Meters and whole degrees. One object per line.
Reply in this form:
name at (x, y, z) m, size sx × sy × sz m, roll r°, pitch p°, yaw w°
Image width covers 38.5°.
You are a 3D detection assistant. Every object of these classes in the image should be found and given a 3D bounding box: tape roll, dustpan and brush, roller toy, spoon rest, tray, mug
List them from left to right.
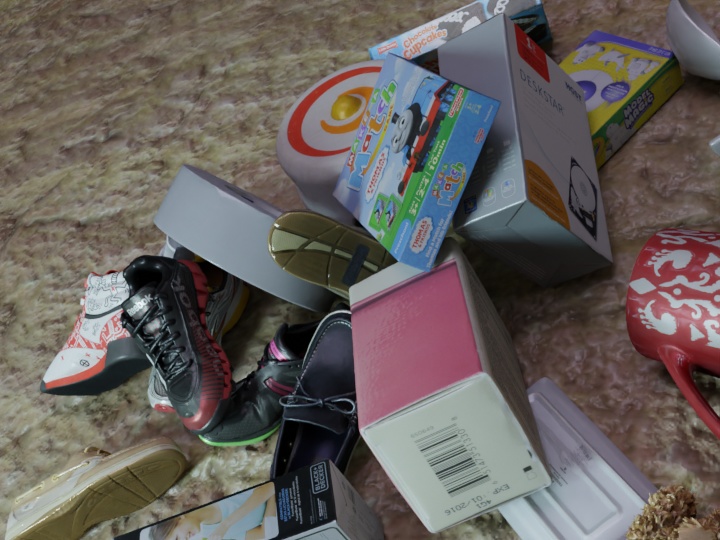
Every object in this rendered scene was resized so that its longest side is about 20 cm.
dustpan and brush at (-0.222, 0.004, 1.173) m, size 0.057 × 0.140 × 0.200 m, roll 19°, pitch 18°, yaw 2°
tape roll at (-0.105, -0.033, 1.041) m, size 0.200 × 0.200 × 0.066 m, roll 31°, pitch 95°, yaw 46°
roller toy at (0.010, -0.132, 1.117) m, size 0.199 × 0.140 × 0.183 m, roll 11°, pitch 57°, yaw 37°
tray at (0.161, 0.168, 0.824) m, size 0.107 × 0.022 × 0.200 m, roll -36°, pitch 41°, yaw -5°
spoon rest at (0.352, -0.199, 1.016) m, size 0.061 × 0.099 × 0.201 m, roll -33°, pitch 45°, yaw 33°
mug at (0.301, 0.042, 0.770) m, size 0.199 × 0.134 × 0.177 m, roll 13°, pitch 36°, yaw 43°

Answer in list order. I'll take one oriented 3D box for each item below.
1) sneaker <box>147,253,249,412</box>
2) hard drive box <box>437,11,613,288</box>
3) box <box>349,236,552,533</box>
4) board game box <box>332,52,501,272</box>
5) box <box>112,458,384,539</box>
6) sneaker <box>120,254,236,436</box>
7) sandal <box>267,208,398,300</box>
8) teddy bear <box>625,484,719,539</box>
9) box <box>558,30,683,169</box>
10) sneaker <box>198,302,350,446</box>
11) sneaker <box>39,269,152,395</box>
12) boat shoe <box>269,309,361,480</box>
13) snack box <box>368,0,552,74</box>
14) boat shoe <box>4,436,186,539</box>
sneaker at (-0.179, 0.059, 1.083) m, size 0.077 × 0.082 × 0.201 m, roll 2°, pitch 52°, yaw 14°
hard drive box at (0.150, -0.107, 0.951) m, size 0.077 × 0.156 × 0.201 m, roll -23°, pitch 57°, yaw 33°
box at (0.068, 0.088, 0.848) m, size 0.109 × 0.128 × 0.200 m, roll -26°, pitch 29°, yaw 12°
board game box at (0.042, -0.104, 0.922) m, size 0.152 × 0.036 × 0.200 m, roll -68°, pitch 23°, yaw 12°
box at (-0.089, 0.237, 0.842) m, size 0.199 × 0.117 × 0.060 m, roll -21°, pitch 45°, yaw 11°
sneaker at (-0.179, 0.064, 0.976) m, size 0.071 × 0.098 × 0.201 m, roll -34°, pitch 54°, yaw 20°
sandal at (0.000, 0.000, 0.965) m, size 0.081 × 0.199 × 0.054 m, roll -60°, pitch 20°, yaw 4°
teddy bear at (0.231, 0.215, 0.710) m, size 0.200 × 0.067 × 0.145 m, roll -35°, pitch 60°, yaw -4°
box at (0.229, -0.164, 1.085) m, size 0.200 × 0.048 × 0.117 m, roll -46°, pitch 43°, yaw -12°
sneaker at (-0.078, 0.095, 0.994) m, size 0.200 × 0.084 × 0.077 m, roll -34°, pitch 41°, yaw -2°
sneaker at (-0.280, 0.066, 1.102) m, size 0.201 × 0.067 × 0.109 m, roll -25°, pitch 64°, yaw 45°
boat shoe at (-0.033, 0.129, 0.906) m, size 0.074 × 0.062 × 0.201 m, roll 12°, pitch 74°, yaw 16°
snack box at (0.118, -0.262, 1.196) m, size 0.199 × 0.116 × 0.037 m, roll -21°, pitch 77°, yaw 13°
boat shoe at (-0.264, 0.207, 1.008) m, size 0.199 × 0.074 × 0.069 m, roll -29°, pitch 47°, yaw 5°
